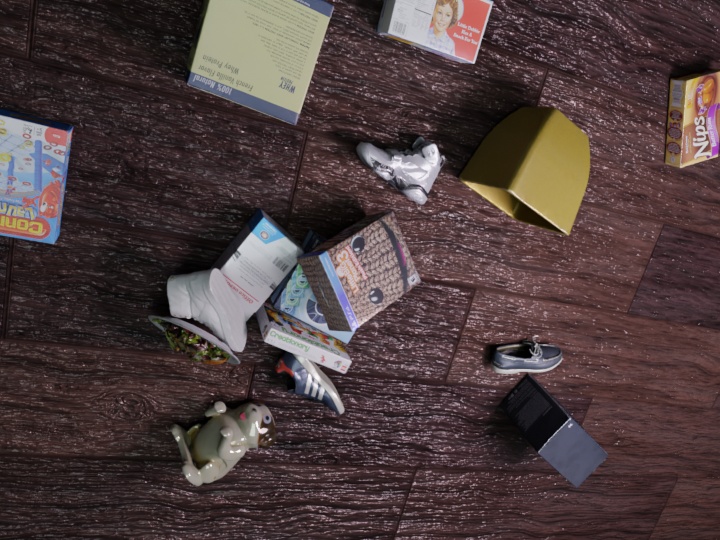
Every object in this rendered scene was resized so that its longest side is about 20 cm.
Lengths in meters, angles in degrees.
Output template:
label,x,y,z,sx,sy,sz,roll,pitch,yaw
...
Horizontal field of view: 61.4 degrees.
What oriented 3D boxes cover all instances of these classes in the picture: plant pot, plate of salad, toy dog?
label,x,y,z,sx,sy,sz,roll,pitch,yaw
plant pot,0.360,-0.223,1.266,0.191,0.195,0.204,28,92,-26
plate of salad,-0.324,0.143,1.166,0.198,0.198,0.049,37,67,-27
toy dog,-0.275,0.365,1.302,0.197,0.140,0.196,-31,131,-5

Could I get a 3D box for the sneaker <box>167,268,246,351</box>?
label,x,y,z,sx,sy,sz,roll,pitch,yaw
sneaker,-0.294,0.078,1.151,0.112,0.075,0.204,-4,132,13

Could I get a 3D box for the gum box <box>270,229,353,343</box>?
label,x,y,z,sx,sy,sz,roll,pitch,yaw
gum box,-0.066,0.038,1.293,0.197,0.045,0.173,28,99,-28

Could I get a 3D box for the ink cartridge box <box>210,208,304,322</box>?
label,x,y,z,sx,sy,sz,roll,pitch,yaw
ink cartridge box,-0.219,-0.004,1.208,0.115,0.068,0.201,39,95,-27

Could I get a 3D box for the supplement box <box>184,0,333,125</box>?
label,x,y,z,sx,sy,sz,roll,pitch,yaw
supplement box,-0.178,-0.388,1.031,0.195,0.134,0.205,14,106,-24

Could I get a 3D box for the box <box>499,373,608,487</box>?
label,x,y,z,sx,sy,sz,roll,pitch,yaw
box,0.493,0.407,1.553,0.124,0.197,0.199,-46,118,4

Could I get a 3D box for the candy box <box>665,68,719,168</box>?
label,x,y,z,sx,sy,sz,roll,pitch,yaw
candy box,0.788,-0.358,1.430,0.113,0.057,0.206,-15,114,-13

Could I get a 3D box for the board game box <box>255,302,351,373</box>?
label,x,y,z,sx,sy,sz,roll,pitch,yaw
board game box,-0.120,0.140,1.269,0.196,0.127,0.035,26,103,-27

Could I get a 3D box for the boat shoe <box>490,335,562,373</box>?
label,x,y,z,sx,sy,sz,roll,pitch,yaw
boat shoe,0.420,0.209,1.521,0.193,0.076,0.063,-3,124,-9

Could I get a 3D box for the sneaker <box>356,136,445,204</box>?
label,x,y,z,sx,sy,sz,roll,pitch,yaw
sneaker,0.086,-0.229,1.225,0.197,0.075,0.116,31,98,-32

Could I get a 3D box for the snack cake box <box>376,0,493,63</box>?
label,x,y,z,sx,sy,sz,roll,pitch,yaw
snack cake box,0.140,-0.480,1.146,0.194,0.067,0.118,10,106,-23

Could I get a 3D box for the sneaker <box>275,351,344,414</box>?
label,x,y,z,sx,sy,sz,roll,pitch,yaw
sneaker,-0.115,0.259,1.351,0.084,0.075,0.202,-38,108,-2

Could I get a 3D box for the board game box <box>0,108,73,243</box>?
label,x,y,z,sx,sy,sz,roll,pitch,yaw
board game box,-0.602,-0.164,1.016,0.194,0.056,0.202,9,107,-22

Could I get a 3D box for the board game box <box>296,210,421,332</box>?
label,x,y,z,sx,sy,sz,roll,pitch,yaw
board game box,0.000,0.000,1.213,0.198,0.096,0.163,-33,104,-30
